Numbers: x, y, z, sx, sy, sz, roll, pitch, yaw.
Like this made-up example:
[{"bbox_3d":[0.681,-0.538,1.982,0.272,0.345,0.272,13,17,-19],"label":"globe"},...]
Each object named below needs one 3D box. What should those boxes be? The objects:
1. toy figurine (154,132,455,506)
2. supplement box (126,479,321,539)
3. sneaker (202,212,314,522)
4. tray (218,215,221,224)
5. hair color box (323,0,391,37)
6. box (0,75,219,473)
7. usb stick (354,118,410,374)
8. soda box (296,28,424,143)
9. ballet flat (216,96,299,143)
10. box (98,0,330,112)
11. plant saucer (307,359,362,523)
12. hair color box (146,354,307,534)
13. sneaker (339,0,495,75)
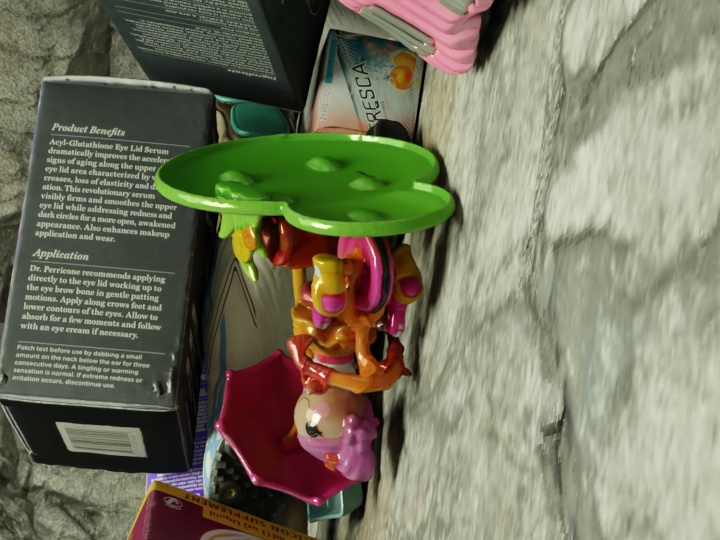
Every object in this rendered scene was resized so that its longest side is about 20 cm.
[{"bbox_3d":[-0.018,0.038,0.829,0.200,0.149,0.185,27,124,58],"label":"toy figurine"},{"bbox_3d":[-0.075,0.210,0.826,0.200,0.130,0.104,-105,38,-73],"label":"supplement box"},{"bbox_3d":[-0.064,0.055,0.939,0.072,0.072,0.201,7,91,57],"label":"sneaker"},{"bbox_3d":[-0.113,0.070,1.210,0.099,0.037,0.201,109,168,-58],"label":"tray"},{"bbox_3d":[-0.072,-0.212,1.083,0.109,0.199,0.065,52,-137,-70],"label":"hair color box"},{"bbox_3d":[-0.145,0.006,0.947,0.148,0.104,0.201,98,176,-68],"label":"box"},{"bbox_3d":[0.000,0.000,0.977,0.056,0.032,0.201,-94,14,-51],"label":"usb stick"},{"bbox_3d":[-0.006,-0.097,1.049,0.200,0.063,0.069,134,145,-79],"label":"soda box"},{"bbox_3d":[-0.075,-0.092,1.095,0.200,0.068,0.068,-90,4,-67],"label":"ballet flat"},{"bbox_3d":[-0.077,-0.201,0.912,0.200,0.106,0.149,68,-146,-75],"label":"box"},{"bbox_3d":[-0.021,0.050,0.955,0.070,0.019,0.201,148,120,-68],"label":"plant saucer"},{"bbox_3d":[-0.086,0.164,1.029,0.109,0.065,0.201,34,-128,-53],"label":"hair color box"},{"bbox_3d":[0.044,-0.153,0.713,0.096,0.079,0.200,-59,4,-7],"label":"sneaker"}]
